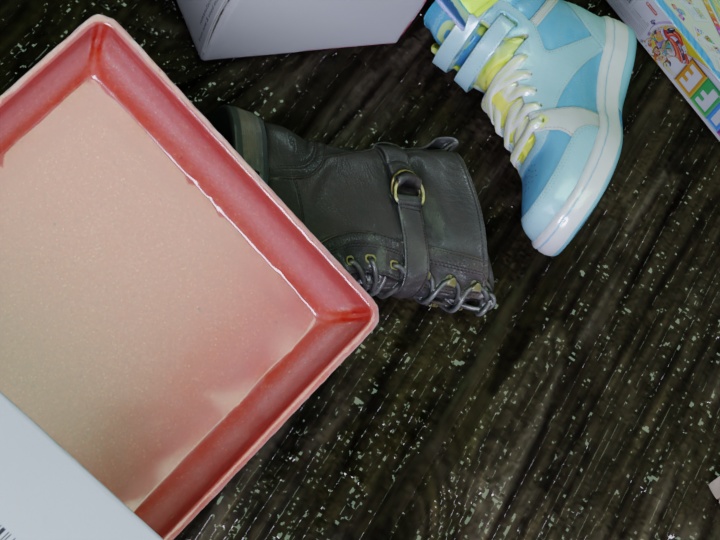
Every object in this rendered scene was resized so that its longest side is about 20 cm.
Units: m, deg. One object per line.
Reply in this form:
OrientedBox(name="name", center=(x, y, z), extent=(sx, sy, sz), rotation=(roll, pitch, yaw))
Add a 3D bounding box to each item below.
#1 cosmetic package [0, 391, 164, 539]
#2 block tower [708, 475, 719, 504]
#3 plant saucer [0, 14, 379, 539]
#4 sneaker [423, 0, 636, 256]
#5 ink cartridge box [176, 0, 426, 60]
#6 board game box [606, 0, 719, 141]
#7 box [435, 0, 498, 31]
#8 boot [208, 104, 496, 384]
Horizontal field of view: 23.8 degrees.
OrientedBox(name="cosmetic package", center=(-0.184, 0.138, 0.659), extent=(0.199, 0.200, 0.123), rotation=(42, 49, 4))
OrientedBox(name="block tower", center=(0.271, 0.188, 0.936), extent=(0.058, 0.054, 0.200), rotation=(-15, 67, -31))
OrientedBox(name="plant saucer", center=(-0.125, 0.018, 0.793), extent=(0.200, 0.037, 0.200), rotation=(47, 70, -8))
OrientedBox(name="sneaker", center=(0.089, -0.102, 1.024), extent=(0.130, 0.080, 0.200), rotation=(27, 42, -10))
OrientedBox(name="ink cartridge box", center=(-0.056, -0.234, 1.035), extent=(0.145, 0.085, 0.200), rotation=(-9, 66, -30))
OrientedBox(name="board game box", center=(0.274, -0.142, 1.163), extent=(0.134, 0.034, 0.200), rotation=(-25, 72, -35))
OrientedBox(name="box", center=(0.050, -0.229, 1.002), extent=(0.122, 0.048, 0.200), rotation=(48, 25, -16))
OrientedBox(name="boot", center=(0.000, 0.000, 0.925), extent=(0.174, 0.069, 0.200), rotation=(12, 62, -28))
